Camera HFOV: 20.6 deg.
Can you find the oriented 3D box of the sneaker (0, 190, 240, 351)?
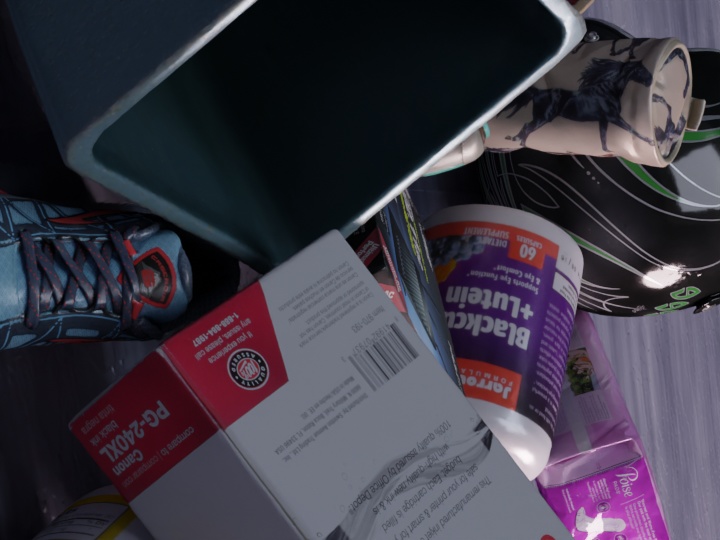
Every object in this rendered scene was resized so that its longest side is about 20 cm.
[{"bbox_3d":[-0.125,-0.003,0.898,0.200,0.095,0.079,-7,94,-62],"label":"sneaker"}]

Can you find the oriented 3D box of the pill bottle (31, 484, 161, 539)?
[{"bbox_3d":[-0.115,0.165,0.894,0.200,0.111,0.111,-42,125,-54],"label":"pill bottle"}]

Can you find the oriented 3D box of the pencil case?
[{"bbox_3d":[0.107,-0.105,1.226,0.089,0.200,0.078,-1,93,-68],"label":"pencil case"}]

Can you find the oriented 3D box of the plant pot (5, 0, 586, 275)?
[{"bbox_3d":[-0.053,-0.150,0.920,0.200,0.196,0.196,57,14,30],"label":"plant pot"}]

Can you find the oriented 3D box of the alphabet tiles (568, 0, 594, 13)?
[{"bbox_3d":[0.027,-0.177,1.104,0.167,0.200,0.008,-46,159,-53],"label":"alphabet tiles"}]

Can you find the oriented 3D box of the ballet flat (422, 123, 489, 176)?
[{"bbox_3d":[0.011,-0.146,1.177,0.067,0.064,0.200,66,0,-74],"label":"ballet flat"}]

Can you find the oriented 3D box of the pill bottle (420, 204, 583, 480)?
[{"bbox_3d":[0.071,0.069,1.244,0.111,0.111,0.200,48,48,-51],"label":"pill bottle"}]

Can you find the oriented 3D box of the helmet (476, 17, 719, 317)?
[{"bbox_3d":[0.175,-0.069,1.360,0.190,0.200,0.200,8,78,-17],"label":"helmet"}]

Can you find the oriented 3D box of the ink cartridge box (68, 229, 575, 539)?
[{"bbox_3d":[-0.010,0.102,0.893,0.200,0.083,0.145,53,39,2],"label":"ink cartridge box"}]

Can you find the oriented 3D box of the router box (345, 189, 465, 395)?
[{"bbox_3d":[0.000,0.000,1.084,0.200,0.062,0.150,-101,168,-50],"label":"router box"}]

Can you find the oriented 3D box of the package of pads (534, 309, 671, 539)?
[{"bbox_3d":[0.149,0.115,1.350,0.200,0.076,0.121,-103,173,-60],"label":"package of pads"}]
